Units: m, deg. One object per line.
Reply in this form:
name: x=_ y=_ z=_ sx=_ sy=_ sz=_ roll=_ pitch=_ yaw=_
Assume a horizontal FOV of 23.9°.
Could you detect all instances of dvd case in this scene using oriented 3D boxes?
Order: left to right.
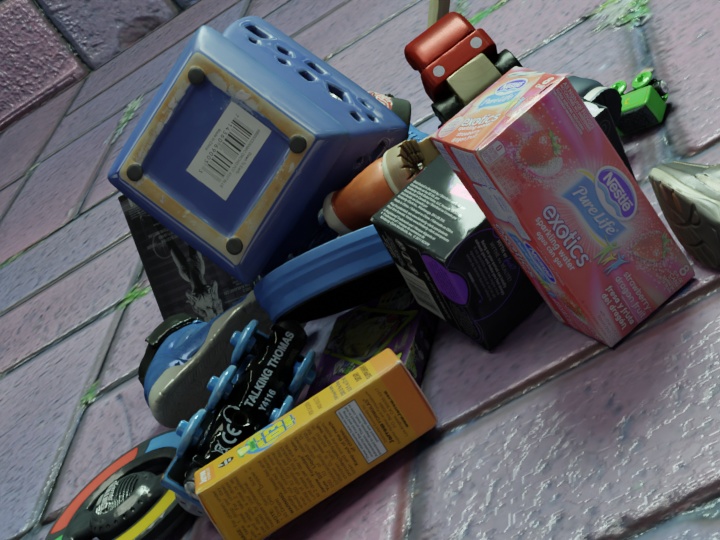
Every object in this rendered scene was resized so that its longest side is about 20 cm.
dvd case: x=-0.172 y=-0.007 z=1.806 sx=0.148 sy=0.201 sz=0.016 roll=-20 pitch=1 yaw=40

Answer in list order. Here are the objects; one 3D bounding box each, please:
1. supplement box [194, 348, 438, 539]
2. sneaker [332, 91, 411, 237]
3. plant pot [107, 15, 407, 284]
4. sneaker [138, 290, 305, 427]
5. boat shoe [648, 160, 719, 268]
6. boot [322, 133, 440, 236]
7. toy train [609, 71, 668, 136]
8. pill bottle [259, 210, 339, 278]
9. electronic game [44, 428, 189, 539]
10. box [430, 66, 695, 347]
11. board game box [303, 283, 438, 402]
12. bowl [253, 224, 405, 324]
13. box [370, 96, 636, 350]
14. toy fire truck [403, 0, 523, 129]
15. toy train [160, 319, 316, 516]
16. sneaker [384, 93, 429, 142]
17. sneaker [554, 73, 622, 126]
supplement box: x=-0.038 y=0.147 z=1.392 sx=0.200 sy=0.069 sz=0.067 roll=-35 pitch=11 yaw=-3
sneaker: x=-0.019 y=-0.080 z=1.696 sx=0.067 sy=0.107 sz=0.202 roll=-156 pitch=76 yaw=-83
plant pot: x=-0.103 y=-0.109 z=1.581 sx=0.200 sy=0.200 sz=0.180 roll=-55 pitch=-10 yaw=14
sneaker: x=-0.144 y=0.064 z=1.732 sx=0.200 sy=0.077 sz=0.111 roll=-43 pitch=33 yaw=1
boat shoe: x=0.291 y=-0.043 z=1.303 sx=0.073 sy=0.075 sz=0.200 roll=-29 pitch=28 yaw=-8
boot: x=0.038 y=-0.072 z=1.578 sx=0.107 sy=0.075 sz=0.200 roll=-32 pitch=-11 yaw=23
toy train: x=0.216 y=-0.140 z=1.671 sx=0.199 sy=0.042 sz=0.057 roll=-20 pitch=37 yaw=41
pill bottle: x=-0.083 y=-0.029 z=1.812 sx=0.199 sy=0.112 sz=0.112 roll=-18 pitch=27 yaw=41
electronic game: x=-0.221 y=0.221 z=1.599 sx=0.200 sy=0.042 sz=0.200 roll=-32 pitch=21 yaw=14
box: x=0.159 y=-0.051 z=1.332 sx=0.095 sy=0.200 sz=0.103 roll=-39 pitch=20 yaw=-7
board game box: x=0.010 y=0.082 z=1.542 sx=0.120 sy=0.032 sz=0.200 roll=-22 pitch=24 yaw=25
bowl: x=0.000 y=0.000 z=1.570 sx=0.200 sy=0.040 sz=0.201 roll=-21 pitch=-8 yaw=-3
box: x=0.128 y=-0.052 z=1.463 sx=0.200 sy=0.122 sz=0.106 roll=-42 pitch=42 yaw=-14
toy fire truck: x=0.097 y=-0.228 z=1.761 sx=0.128 sy=0.200 sz=0.176 roll=-37 pitch=-17 yaw=-2
toy train: x=-0.105 y=0.134 z=1.510 sx=0.200 sy=0.086 sz=0.114 roll=-61 pitch=-2 yaw=-36
sneaker: x=0.034 y=-0.132 z=1.788 sx=0.077 sy=0.111 sz=0.200 roll=-43 pitch=7 yaw=-1
sneaker: x=0.148 y=-0.117 z=1.576 sx=0.200 sy=0.070 sz=0.082 roll=-33 pitch=43 yaw=-24
